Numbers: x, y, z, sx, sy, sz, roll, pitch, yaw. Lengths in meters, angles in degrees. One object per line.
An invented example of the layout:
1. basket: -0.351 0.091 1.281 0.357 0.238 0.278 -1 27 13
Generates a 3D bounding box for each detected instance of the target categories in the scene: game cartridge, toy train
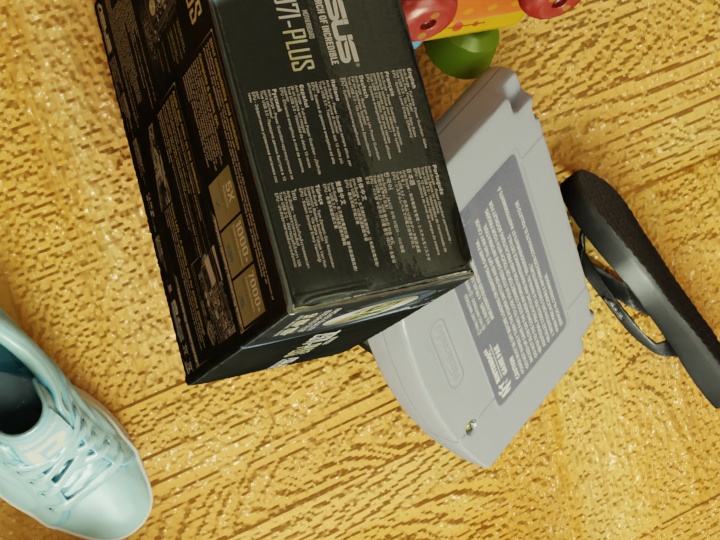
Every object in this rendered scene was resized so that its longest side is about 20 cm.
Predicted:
1. game cartridge: 0.060 0.008 0.814 0.133 0.041 0.200 -51 140 -26
2. toy train: 0.069 -0.139 0.768 0.199 0.085 0.116 -13 155 -24

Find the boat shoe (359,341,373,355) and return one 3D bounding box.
1. boat shoe: 0.000 0.000 0.847 0.200 0.076 0.074 33 87 -41

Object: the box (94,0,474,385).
1. box: -0.042 -0.065 0.693 0.086 0.164 0.201 -11 79 -23

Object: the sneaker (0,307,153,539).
1. sneaker: -0.169 0.082 0.779 0.074 0.082 0.200 -43 122 -5

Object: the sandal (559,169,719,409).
1. sandal: 0.173 0.022 0.943 0.043 0.076 0.200 -29 123 17
